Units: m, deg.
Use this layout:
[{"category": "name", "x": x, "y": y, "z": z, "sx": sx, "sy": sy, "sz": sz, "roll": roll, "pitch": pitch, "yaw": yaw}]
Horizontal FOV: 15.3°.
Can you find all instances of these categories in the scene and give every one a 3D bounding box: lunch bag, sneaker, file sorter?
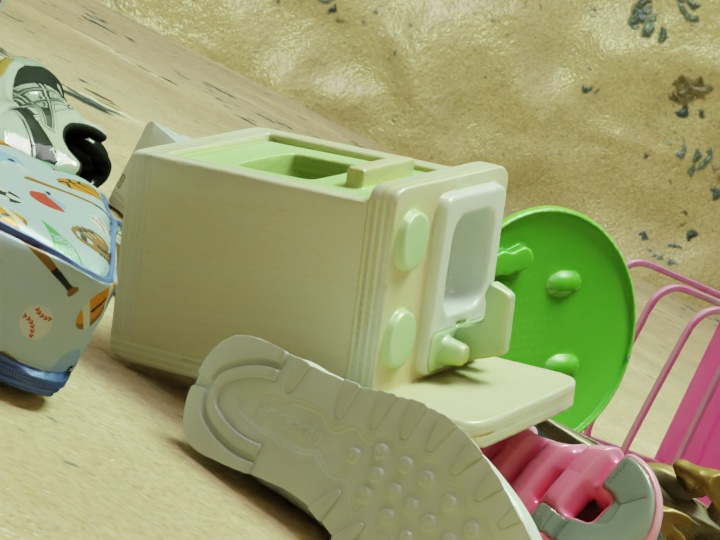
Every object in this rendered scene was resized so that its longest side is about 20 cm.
[{"category": "lunch bag", "x": -0.189, "y": -0.021, "z": 1.174, "sx": 0.160, "sy": 0.076, "sz": 0.200, "roll": 24, "pitch": 8, "yaw": -14}, {"category": "sneaker", "x": -0.181, "y": -0.065, "z": 1.505, "sx": 0.087, "sy": 0.076, "sz": 0.200, "roll": 15, "pitch": 17, "yaw": -1}, {"category": "sneaker", "x": 0.083, "y": 0.112, "z": 1.353, "sx": 0.200, "sy": 0.079, "sz": 0.095, "roll": 35, "pitch": -12, "yaw": 42}, {"category": "sneaker", "x": 0.014, "y": 0.092, "z": 1.161, "sx": 0.200, "sy": 0.077, "sz": 0.080, "roll": 35, "pitch": 0, "yaw": 37}, {"category": "file sorter", "x": 0.233, "y": 0.095, "z": 1.734, "sx": 0.125, "sy": 0.139, "sz": 0.200, "roll": 20, "pitch": 10, "yaw": -33}]

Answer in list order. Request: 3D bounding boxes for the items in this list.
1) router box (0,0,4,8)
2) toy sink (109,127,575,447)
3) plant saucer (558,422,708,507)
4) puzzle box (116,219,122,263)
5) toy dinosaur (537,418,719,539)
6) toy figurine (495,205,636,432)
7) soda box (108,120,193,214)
[{"category": "router box", "x": -0.221, "y": -0.152, "z": 1.418, "sx": 0.049, "sy": 0.201, "sz": 0.180, "roll": 28, "pitch": 6, "yaw": -3}, {"category": "toy sink", "x": 0.000, "y": 0.000, "z": 1.294, "sx": 0.199, "sy": 0.113, "sz": 0.130, "roll": 14, "pitch": 14, "yaw": 26}, {"category": "plant saucer", "x": 0.137, "y": 0.130, "z": 1.512, "sx": 0.200, "sy": 0.035, "sz": 0.200, "roll": 29, "pitch": 7, "yaw": -4}, {"category": "puzzle box", "x": -0.073, "y": 0.026, "z": 1.489, "sx": 0.133, "sy": 0.026, "sz": 0.200, "roll": 22, "pitch": 9, "yaw": -47}, {"category": "toy dinosaur", "x": 0.145, "y": 0.115, "z": 1.387, "sx": 0.200, "sy": 0.061, "sz": 0.106, "roll": 35, "pitch": -11, "yaw": -13}, {"category": "toy figurine", "x": 0.038, "y": 0.026, "z": 1.676, "sx": 0.199, "sy": 0.151, "sz": 0.184, "roll": -7, "pitch": 12, "yaw": -34}, {"category": "soda box", "x": -0.087, "y": -0.029, "z": 1.691, "sx": 0.068, "sy": 0.064, "sz": 0.200, "roll": 24, "pitch": 7, "yaw": -31}]
